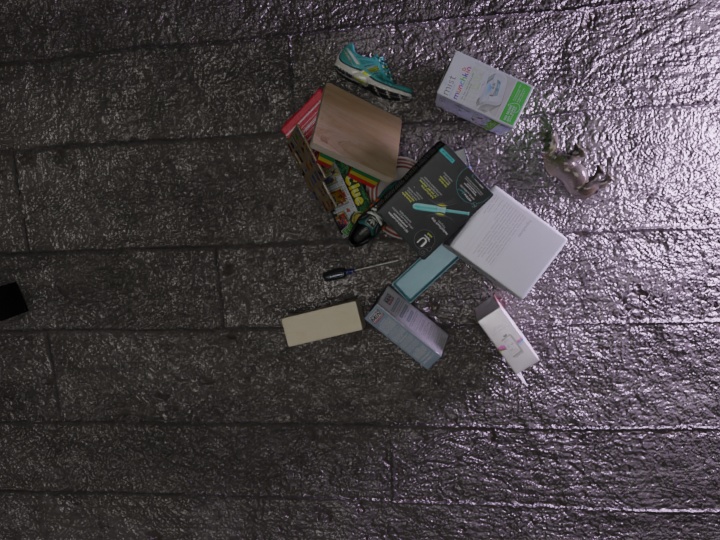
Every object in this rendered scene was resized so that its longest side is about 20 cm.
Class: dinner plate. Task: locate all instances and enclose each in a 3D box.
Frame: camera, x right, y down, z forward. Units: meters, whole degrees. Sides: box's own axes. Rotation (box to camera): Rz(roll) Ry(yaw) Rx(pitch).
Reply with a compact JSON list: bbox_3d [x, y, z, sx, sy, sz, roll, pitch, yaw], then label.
[{"bbox_3d":[0.101,-0.173,1.283,0.199,0.024,0.202,14,116,31],"label":"dinner plate"}]

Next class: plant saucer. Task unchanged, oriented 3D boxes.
[{"bbox_3d":[0.173,-0.009,1.338,0.200,0.019,0.070,-44,93,12],"label":"plant saucer"}]

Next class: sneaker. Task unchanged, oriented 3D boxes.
[{"bbox_3d":[0.037,-0.458,1.243,0.199,0.078,0.080,30,94,1],"label":"sneaker"},{"bbox_3d":[0.043,-0.125,1.257,0.071,0.080,0.200,41,114,-1],"label":"sneaker"}]

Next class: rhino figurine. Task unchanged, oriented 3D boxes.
[{"bbox_3d":[0.475,-0.246,1.229,0.200,0.060,0.087,44,114,1],"label":"rhino figurine"}]

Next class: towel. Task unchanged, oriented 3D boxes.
[{"bbox_3d":[-0.081,-0.324,1.309,0.145,0.022,0.200,-43,95,11],"label":"towel"}]

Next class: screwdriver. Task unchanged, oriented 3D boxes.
[{"bbox_3d":[0.000,0.000,1.355,0.199,0.028,0.029,-8,71,13],"label":"screwdriver"}]

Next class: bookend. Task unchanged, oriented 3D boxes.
[{"bbox_3d":[-1.057,0.121,1.435,0.198,0.200,0.093,-18,98,10],"label":"bookend"}]

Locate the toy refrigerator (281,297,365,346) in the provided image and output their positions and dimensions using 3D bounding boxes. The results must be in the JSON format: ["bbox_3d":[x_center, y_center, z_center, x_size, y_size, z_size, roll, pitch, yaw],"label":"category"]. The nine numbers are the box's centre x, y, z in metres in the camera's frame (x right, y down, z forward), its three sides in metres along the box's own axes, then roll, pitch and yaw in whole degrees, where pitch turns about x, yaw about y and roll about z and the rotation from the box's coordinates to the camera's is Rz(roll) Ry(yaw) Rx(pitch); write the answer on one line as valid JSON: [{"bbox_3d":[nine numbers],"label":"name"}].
[{"bbox_3d":[-0.092,0.132,1.376,0.199,0.070,0.076,-15,92,9],"label":"toy refrigerator"}]

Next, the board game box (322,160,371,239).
[{"bbox_3d":[-0.037,-0.185,1.310,0.104,0.023,0.201,-21,105,18],"label":"board game box"}]

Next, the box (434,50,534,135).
[{"bbox_3d":[0.258,-0.375,1.162,0.176,0.200,0.097,26,102,3],"label":"box"}]

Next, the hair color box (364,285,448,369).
[{"bbox_3d":[0.116,0.139,1.327,0.200,0.099,0.061,39,122,-1],"label":"hair color box"}]

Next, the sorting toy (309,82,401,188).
[{"bbox_3d":[-0.015,-0.298,1.219,0.199,0.200,0.070,21,144,-18],"label":"sorting toy"}]

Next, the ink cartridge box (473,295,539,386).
[{"bbox_3d":[0.361,0.169,1.296,0.067,0.117,0.200,-35,96,12],"label":"ink cartridge box"}]

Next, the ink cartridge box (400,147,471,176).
[{"bbox_3d":[0.169,-0.216,1.288,0.199,0.039,0.100,-18,99,11],"label":"ink cartridge box"}]

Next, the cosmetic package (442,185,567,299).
[{"bbox_3d":[0.320,-0.065,1.221,0.200,0.167,0.167,36,95,0],"label":"cosmetic package"}]

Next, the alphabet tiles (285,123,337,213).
[{"bbox_3d":[-0.114,-0.231,1.264,0.008,0.167,0.201,-30,96,-15],"label":"alphabet tiles"}]

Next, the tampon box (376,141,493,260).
[{"bbox_3d":[0.154,-0.154,1.157,0.200,0.126,0.150,-43,100,12],"label":"tampon box"}]
